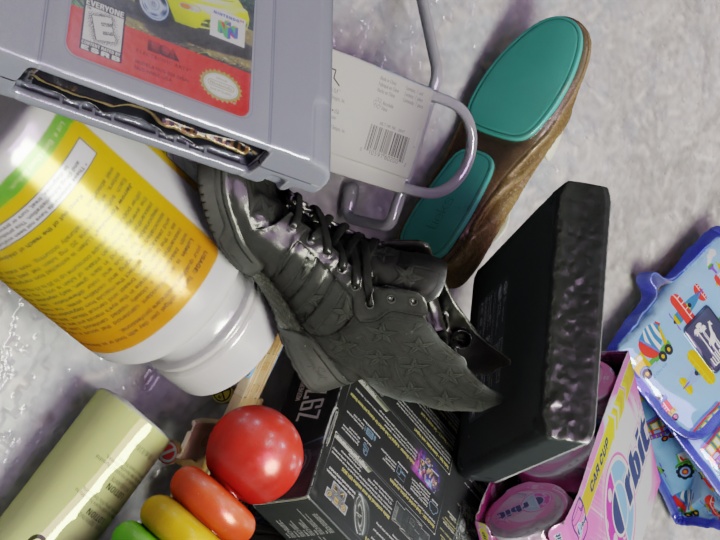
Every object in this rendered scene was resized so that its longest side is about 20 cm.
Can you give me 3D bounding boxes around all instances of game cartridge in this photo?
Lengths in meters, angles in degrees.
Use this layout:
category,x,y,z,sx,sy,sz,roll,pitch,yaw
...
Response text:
category,x,y,z,sx,sy,sz,roll,pitch,yaw
game cartridge,-0.100,-0.125,0.739,0.199,0.041,0.134,17,53,-29

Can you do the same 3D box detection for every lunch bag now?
category,x,y,z,sx,sy,sz,roll,pitch,yaw
lunch bag,0.265,0.077,1.170,0.151,0.094,0.200,-44,110,-22

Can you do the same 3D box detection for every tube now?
category,x,y,z,sx,sy,sz,roll,pitch,yaw
tube,-0.182,0.160,0.843,0.058,0.052,0.200,38,77,-6

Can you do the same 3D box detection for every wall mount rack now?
category,x,y,z,sx,sy,sz,roll,pitch,yaw
wall mount rack,-0.014,-0.121,0.908,0.199,0.074,0.175,16,92,-40

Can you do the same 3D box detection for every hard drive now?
category,x,y,z,sx,sy,sz,roll,pitch,yaw
hard drive,0.097,0.043,0.897,0.033,0.200,0.141,8,76,-7

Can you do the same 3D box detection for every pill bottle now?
category,x,y,z,sx,sy,sz,roll,pitch,yaw
pill bottle,-0.132,-0.021,0.805,0.200,0.111,0.111,44,72,-35

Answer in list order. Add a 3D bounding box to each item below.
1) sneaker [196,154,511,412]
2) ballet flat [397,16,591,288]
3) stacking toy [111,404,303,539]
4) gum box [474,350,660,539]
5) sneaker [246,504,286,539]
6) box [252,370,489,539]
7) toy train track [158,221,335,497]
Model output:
category,x,y,z,sx,sy,sz,roll,pitch,yaw
sneaker,0.000,0.002,0.808,0.060,0.103,0.201,-78,149,-49
ballet flat,0.094,-0.072,1.011,0.201,0.068,0.072,-60,149,-12
stacking toy,-0.102,0.158,0.828,0.200,0.085,0.085,-48,124,-11
gum box,0.141,0.157,1.030,0.200,0.066,0.114,-57,135,-52
sneaker,-0.094,0.216,0.918,0.200,0.075,0.079,-39,137,-23
box,0.025,0.131,0.959,0.200,0.043,0.161,50,42,-35
toy train track,-0.071,0.056,0.905,0.201,0.032,0.115,-65,159,2
